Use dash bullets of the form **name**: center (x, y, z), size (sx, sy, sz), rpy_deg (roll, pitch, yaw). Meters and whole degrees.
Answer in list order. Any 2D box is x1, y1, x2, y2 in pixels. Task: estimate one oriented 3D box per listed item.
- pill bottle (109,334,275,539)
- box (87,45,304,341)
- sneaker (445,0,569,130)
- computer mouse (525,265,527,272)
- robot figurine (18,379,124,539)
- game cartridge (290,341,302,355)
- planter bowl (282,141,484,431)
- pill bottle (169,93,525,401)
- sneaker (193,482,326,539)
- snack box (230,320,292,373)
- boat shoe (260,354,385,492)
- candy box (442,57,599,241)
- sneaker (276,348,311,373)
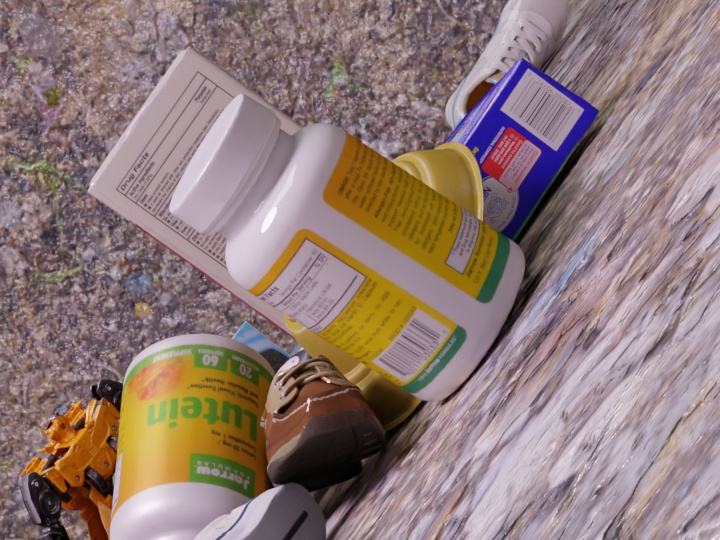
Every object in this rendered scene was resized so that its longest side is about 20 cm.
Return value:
- **pill bottle**: center (-0.110, 0.151, 1.640), size (0.111, 0.110, 0.201), rpy_deg (-50, 28, 39)
- **box**: center (-0.083, -0.053, 1.786), size (0.128, 0.199, 0.109), rpy_deg (-54, 5, -2)
- **sneaker**: center (0.168, -0.227, 2.679), size (0.201, 0.076, 0.081), rpy_deg (-59, 11, 7)
- **computer mouse**: center (0.057, 0.032, 1.605), size (0.059, 0.034, 0.200), rpy_deg (-54, 3, -32)
- **robot figurine**: center (-0.164, 0.177, 1.761), size (0.058, 0.200, 0.145), rpy_deg (-16, 30, 49)
- **game cartridge**: center (-0.025, 0.044, 2.796), size (0.134, 0.041, 0.200), rpy_deg (-57, 2, 8)
- **planter bowl**: center (0.000, 0.000, 1.624), size (0.200, 0.083, 0.202), rpy_deg (-163, 90, -70)
- **pill bottle**: center (-0.010, -0.017, 1.471), size (0.113, 0.199, 0.113), rpy_deg (-55, 11, 16)
- **sneaker**: center (-0.085, 0.198, 1.478), size (0.071, 0.073, 0.200), rpy_deg (-33, 2, 30)
- **snack box**: center (-0.101, 0.152, 1.882), size (0.200, 0.116, 0.037), rpy_deg (-55, 4, -24)
- **boat shoe**: center (-0.034, 0.095, 1.559), size (0.075, 0.074, 0.200), rpy_deg (-14, -11, -11)
- **candy box**: center (0.080, -0.051, 1.812), size (0.170, 0.077, 0.200), rpy_deg (-55, 4, -12)
- **sneaker**: center (-0.043, 0.115, 1.767), size (0.130, 0.079, 0.199), rpy_deg (-53, 0, 24)
